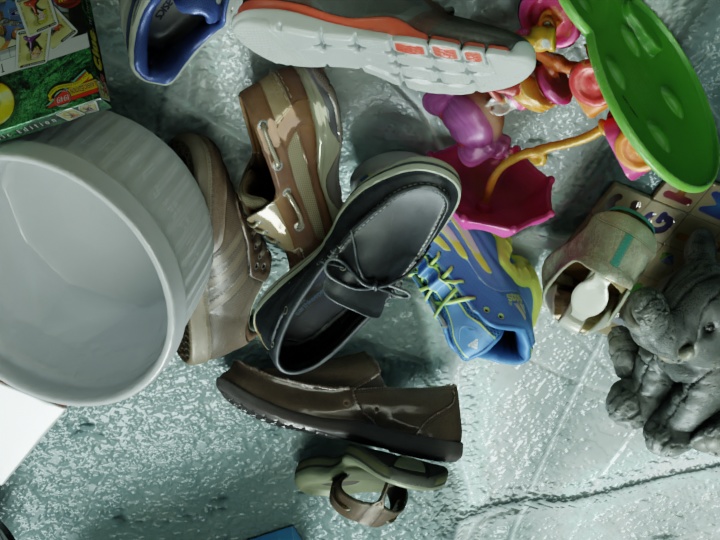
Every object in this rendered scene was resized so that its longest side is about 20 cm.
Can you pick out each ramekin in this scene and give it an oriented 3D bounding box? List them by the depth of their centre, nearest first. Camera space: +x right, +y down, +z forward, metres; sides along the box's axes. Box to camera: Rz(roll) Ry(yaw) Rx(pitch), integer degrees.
[{"bbox_3d":[-0.194,-0.017,1.566,0.199,0.105,0.201,13,126,19],"label":"ramekin"}]

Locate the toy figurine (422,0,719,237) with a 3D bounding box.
[{"bbox_3d":[0.114,-0.105,1.564,0.184,0.150,0.200,-27,109,31],"label":"toy figurine"}]

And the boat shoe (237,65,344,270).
[{"bbox_3d":[-0.052,-0.056,1.605,0.071,0.076,0.201,-16,125,-15],"label":"boat shoe"}]

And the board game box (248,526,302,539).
[{"bbox_3d":[-0.135,0.306,1.890,0.199,0.153,0.040,-19,131,10],"label":"board game box"}]

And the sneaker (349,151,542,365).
[{"bbox_3d":[0.070,-0.002,1.655,0.076,0.105,0.200,-35,128,24],"label":"sneaker"}]

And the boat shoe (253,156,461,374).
[{"bbox_3d":[0.000,0.000,1.574,0.074,0.062,0.200,28,123,-31],"label":"boat shoe"}]

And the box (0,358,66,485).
[{"bbox_3d":[-0.319,0.049,1.642,0.199,0.125,0.098,25,126,-28],"label":"box"}]

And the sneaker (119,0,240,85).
[{"bbox_3d":[-0.087,-0.200,1.461,0.075,0.088,0.200,21,126,-22],"label":"sneaker"}]

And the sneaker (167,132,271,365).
[{"bbox_3d":[-0.103,-0.023,1.655,0.075,0.070,0.201,-19,136,-25],"label":"sneaker"}]

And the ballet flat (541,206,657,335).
[{"bbox_3d":[0.160,0.012,1.648,0.067,0.063,0.200,26,160,4],"label":"ballet flat"}]

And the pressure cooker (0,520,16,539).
[{"bbox_3d":[-0.348,0.273,1.805,0.175,0.179,0.200,-1,142,-19],"label":"pressure cooker"}]

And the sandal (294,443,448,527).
[{"bbox_3d":[0.008,0.172,1.780,0.079,0.058,0.201,14,166,-19],"label":"sandal"}]

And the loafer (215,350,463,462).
[{"bbox_3d":[-0.013,0.096,1.775,0.199,0.071,0.073,14,174,-10],"label":"loafer"}]

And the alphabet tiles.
[{"bbox_3d":[0.247,0.000,1.746,0.199,0.006,0.167,20,128,-23],"label":"alphabet tiles"}]

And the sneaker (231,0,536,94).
[{"bbox_3d":[0.019,-0.171,1.489,0.199,0.082,0.077,11,161,2],"label":"sneaker"}]

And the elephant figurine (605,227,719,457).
[{"bbox_3d":[0.256,0.040,1.679,0.141,0.156,0.200,9,142,3],"label":"elephant figurine"}]

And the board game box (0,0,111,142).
[{"bbox_3d":[-0.267,-0.126,1.500,0.199,0.105,0.023,-17,163,9],"label":"board game box"}]
